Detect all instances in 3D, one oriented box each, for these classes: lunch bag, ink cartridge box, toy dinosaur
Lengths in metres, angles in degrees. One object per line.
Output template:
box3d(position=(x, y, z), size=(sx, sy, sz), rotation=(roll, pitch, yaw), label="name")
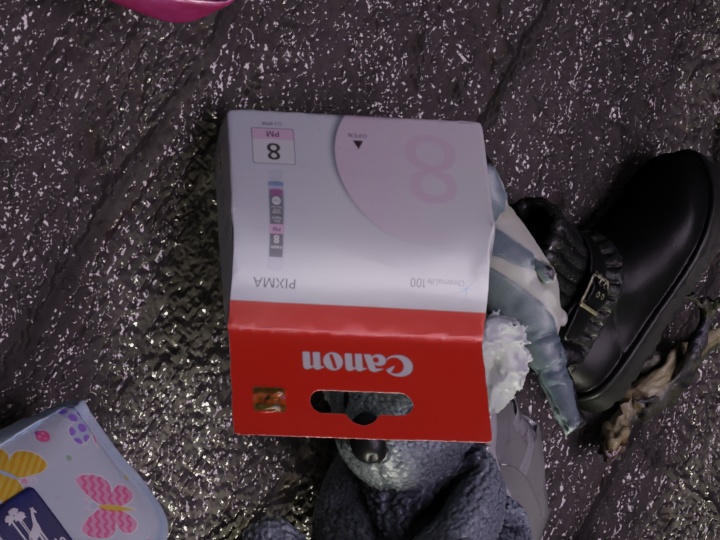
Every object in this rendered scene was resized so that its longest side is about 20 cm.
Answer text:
box3d(position=(-0.192, 0.194, 1.385), size=(0.169, 0.127, 0.200), rotation=(-28, 112, -42), label="lunch bag")
box3d(position=(0.000, 0.000, 1.469), size=(0.162, 0.057, 0.200), rotation=(3, 55, -13), label="ink cartridge box")
box3d(position=(0.228, 0.063, 1.796), size=(0.200, 0.047, 0.088), rotation=(-32, 132, -34), label="toy dinosaur")

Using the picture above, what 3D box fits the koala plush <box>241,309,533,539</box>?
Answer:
box3d(position=(0.029, 0.114, 1.551), size=(0.184, 0.177, 0.200), rotation=(-23, 113, -59), label="koala plush")

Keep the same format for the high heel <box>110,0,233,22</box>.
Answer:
box3d(position=(-0.163, -0.186, 1.365), size=(0.200, 0.096, 0.067), rotation=(28, 79, -41), label="high heel")

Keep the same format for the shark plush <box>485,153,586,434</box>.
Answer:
box3d(position=(0.082, 0.016, 1.590), size=(0.083, 0.091, 0.200), rotation=(-32, 93, -5), label="shark plush")

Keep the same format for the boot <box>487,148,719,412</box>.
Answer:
box3d(position=(0.158, -0.020, 1.695), size=(0.158, 0.079, 0.211), rotation=(38, 72, -39), label="boot")

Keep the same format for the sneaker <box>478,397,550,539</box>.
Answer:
box3d(position=(0.081, 0.109, 1.666), size=(0.082, 0.075, 0.200), rotation=(-46, 133, -43), label="sneaker")
